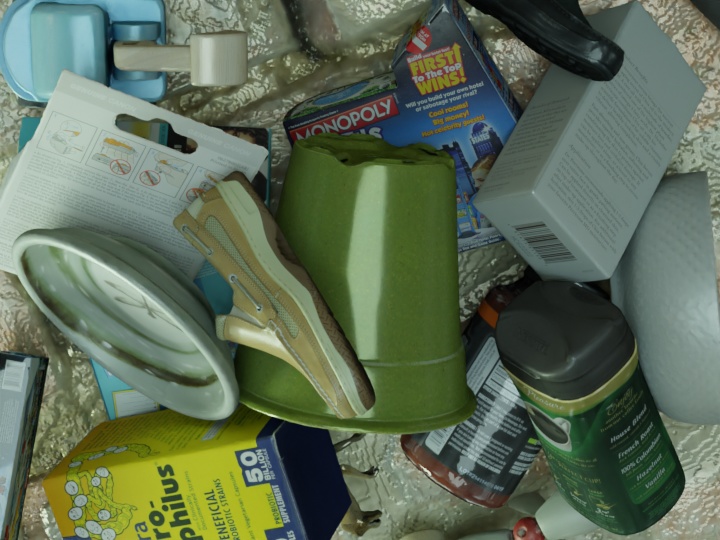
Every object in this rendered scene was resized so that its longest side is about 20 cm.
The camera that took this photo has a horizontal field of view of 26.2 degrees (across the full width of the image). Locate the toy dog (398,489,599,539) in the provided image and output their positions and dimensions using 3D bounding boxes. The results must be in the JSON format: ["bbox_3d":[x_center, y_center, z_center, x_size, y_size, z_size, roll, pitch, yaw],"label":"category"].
[{"bbox_3d":[0.128,0.250,1.314,0.199,0.096,0.133,-12,64,28],"label":"toy dog"}]

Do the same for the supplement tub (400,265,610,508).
[{"bbox_3d":[0.123,0.087,1.274,0.106,0.107,0.201,30,98,-10],"label":"supplement tub"}]

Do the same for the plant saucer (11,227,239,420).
[{"bbox_3d":[-0.161,0.028,1.128,0.200,0.200,0.050,41,65,-11],"label":"plant saucer"}]

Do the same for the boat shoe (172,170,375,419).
[{"bbox_3d":[-0.064,0.028,1.064,0.076,0.072,0.201,-32,63,-4],"label":"boat shoe"}]

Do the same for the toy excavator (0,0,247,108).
[{"bbox_3d":[-0.179,-0.160,1.149,0.193,0.200,0.101,0,104,-3],"label":"toy excavator"}]

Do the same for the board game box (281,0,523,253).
[{"bbox_3d":[0.049,-0.112,1.233,0.198,0.062,0.201,-15,112,11],"label":"board game box"}]

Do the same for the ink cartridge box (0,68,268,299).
[{"bbox_3d":[-0.177,-0.059,1.146,0.160,0.050,0.200,20,129,-18],"label":"ink cartridge box"}]

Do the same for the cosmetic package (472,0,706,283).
[{"bbox_3d":[0.178,-0.098,1.192,0.101,0.071,0.201,45,61,-25],"label":"cosmetic package"}]

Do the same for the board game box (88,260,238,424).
[{"bbox_3d":[-0.143,0.076,1.285,0.150,0.047,0.202,-15,104,-1],"label":"board game box"}]

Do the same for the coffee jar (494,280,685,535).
[{"bbox_3d":[0.175,0.103,1.178,0.085,0.104,0.201,-39,129,-16],"label":"coffee jar"}]

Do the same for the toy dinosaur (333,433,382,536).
[{"bbox_3d":[-0.059,0.154,1.255,0.199,0.058,0.102,26,101,-9],"label":"toy dinosaur"}]

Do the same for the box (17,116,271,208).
[{"bbox_3d":[-0.170,-0.071,1.227,0.198,0.049,0.083,2,59,-4],"label":"box"}]

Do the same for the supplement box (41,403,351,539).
[{"bbox_3d":[-0.124,0.171,1.200,0.198,0.110,0.110,-13,104,20],"label":"supplement box"}]

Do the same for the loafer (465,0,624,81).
[{"bbox_3d":[0.131,-0.211,1.172,0.071,0.201,0.068,-50,141,6],"label":"loafer"}]

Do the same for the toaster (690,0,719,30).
[{"bbox_3d":[0.338,-0.257,1.201,0.200,0.119,0.181,42,98,-12],"label":"toaster"}]

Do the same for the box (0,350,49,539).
[{"bbox_3d":[-0.287,0.164,1.225,0.037,0.137,0.202,10,85,-6],"label":"box"}]

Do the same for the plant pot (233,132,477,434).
[{"bbox_3d":[0.000,0.000,1.166,0.198,0.200,0.192,5,104,-4],"label":"plant pot"}]

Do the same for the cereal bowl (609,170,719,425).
[{"bbox_3d":[0.243,0.024,1.226,0.083,0.200,0.202,-6,104,14],"label":"cereal bowl"}]
